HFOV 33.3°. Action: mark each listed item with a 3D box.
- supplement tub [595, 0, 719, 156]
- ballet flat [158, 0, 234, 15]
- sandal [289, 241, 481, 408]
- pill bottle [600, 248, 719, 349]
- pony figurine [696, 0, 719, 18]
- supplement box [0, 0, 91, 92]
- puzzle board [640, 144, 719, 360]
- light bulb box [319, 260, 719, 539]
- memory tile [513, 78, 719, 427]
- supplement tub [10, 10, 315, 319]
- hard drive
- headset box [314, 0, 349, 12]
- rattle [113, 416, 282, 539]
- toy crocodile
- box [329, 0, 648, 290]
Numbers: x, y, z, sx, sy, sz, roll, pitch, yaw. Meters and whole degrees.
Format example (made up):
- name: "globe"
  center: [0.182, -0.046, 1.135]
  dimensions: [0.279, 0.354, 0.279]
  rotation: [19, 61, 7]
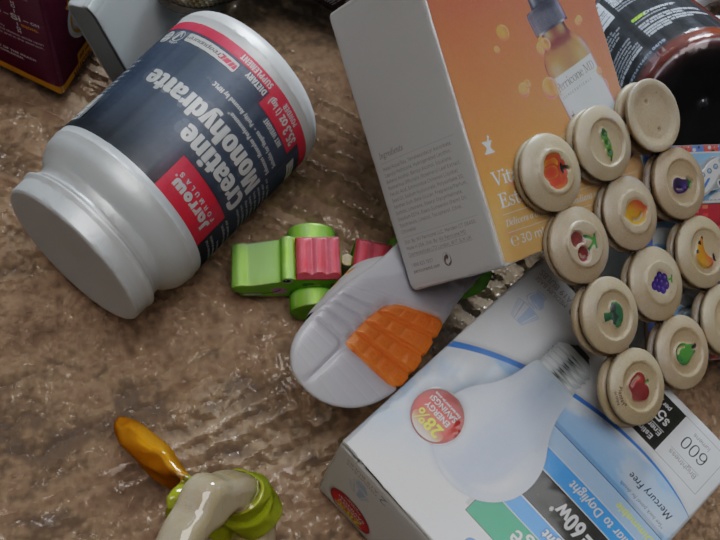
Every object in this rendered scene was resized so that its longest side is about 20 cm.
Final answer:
- name: "supplement tub"
  center: [0.224, -0.164, 0.927]
  dimensions: [0.105, 0.108, 0.201]
  rotation: [-5, 32, -10]
- name: "ballet flat"
  center: [-0.090, -0.249, 0.966]
  dimensions: [0.067, 0.047, 0.200]
  rotation: [29, 35, 21]
- name: "sandal"
  center: [0.024, 0.022, 0.861]
  dimensions: [0.206, 0.059, 0.079]
  rotation: [-43, 102, -29]
- name: "pill bottle"
  center: [0.288, -0.002, 0.928]
  dimensions: [0.197, 0.115, 0.116]
  rotation: [-10, 70, -12]
- name: "pony figurine"
  center: [0.314, -0.291, 1.044]
  dimensions: [0.198, 0.167, 0.195]
  rotation: [-18, 87, -6]
- name: "supplement box"
  center: [-0.241, -0.241, 0.891]
  dimensions: [0.085, 0.200, 0.111]
  rotation: [25, 66, 5]
- name: "puzzle board"
  center: [0.295, -0.015, 0.863]
  dimensions: [0.197, 0.017, 0.153]
  rotation: [-3, 92, -12]
- name: "light bulb box"
  center: [0.111, 0.141, 0.838]
  dimensions: [0.200, 0.125, 0.198]
  rotation: [-40, 79, -22]
- name: "memory tile"
  center: [0.186, -0.014, 0.797]
  dimensions: [0.152, 0.017, 0.202]
  rotation: [-27, 98, -31]
- name: "supplement tub"
  center: [-0.140, -0.078, 0.882]
  dimensions: [0.140, 0.141, 0.200]
  rotation: [39, 68, 8]
- name: "hard drive"
  center: [-0.148, -0.238, 0.952]
  dimensions: [0.026, 0.132, 0.202]
  rotation: [14, 64, 22]
- name: "headset box"
  center: [0.002, -0.288, 0.983]
  dimensions: [0.199, 0.075, 0.150]
  rotation: [25, 60, -37]
- name: "rattle"
  center: [-0.144, 0.218, 0.803]
  dimensions: [0.141, 0.130, 0.202]
  rotation: [17, 93, 11]
- name: "toy crocodile"
  center: [0.000, 0.000, 0.913]
  dimensions: [0.197, 0.062, 0.068]
  rotation: [5, 67, -6]
- name: "box"
  center: [0.091, -0.108, 0.826]
  dimensions: [0.151, 0.106, 0.202]
  rotation: [-19, 92, -33]
